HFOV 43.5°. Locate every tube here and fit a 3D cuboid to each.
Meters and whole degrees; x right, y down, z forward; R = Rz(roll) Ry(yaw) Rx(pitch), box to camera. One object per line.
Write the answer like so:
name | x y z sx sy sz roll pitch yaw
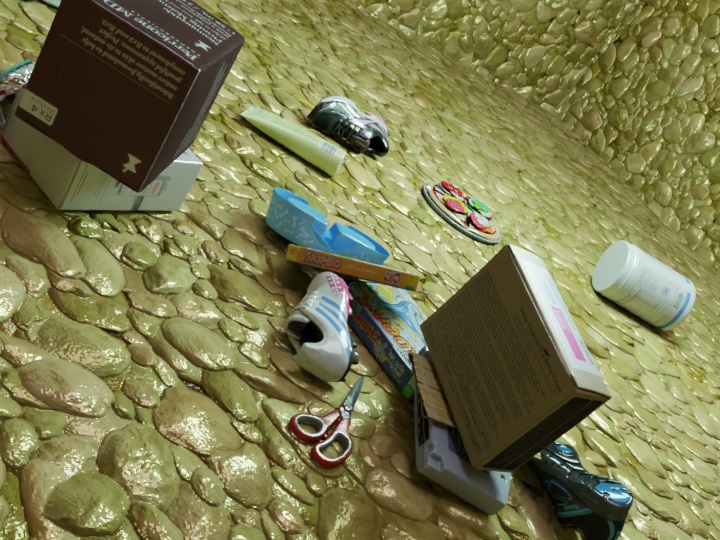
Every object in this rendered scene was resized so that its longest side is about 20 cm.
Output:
tube | -0.121 -0.240 1.633 0.198 0.052 0.058 30 -18 -3

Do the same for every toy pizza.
toy pizza | 0.219 -0.129 1.896 0.198 0.032 0.201 29 23 -14

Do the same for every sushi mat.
sushi mat | 0.139 0.166 1.098 0.198 0.012 0.097 25 37 -32

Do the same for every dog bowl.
dog bowl | -0.052 -0.052 1.329 0.198 0.050 0.112 29 10 -15

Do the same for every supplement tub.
supplement tub | 0.635 0.036 2.021 0.198 0.133 0.132 29 23 -13

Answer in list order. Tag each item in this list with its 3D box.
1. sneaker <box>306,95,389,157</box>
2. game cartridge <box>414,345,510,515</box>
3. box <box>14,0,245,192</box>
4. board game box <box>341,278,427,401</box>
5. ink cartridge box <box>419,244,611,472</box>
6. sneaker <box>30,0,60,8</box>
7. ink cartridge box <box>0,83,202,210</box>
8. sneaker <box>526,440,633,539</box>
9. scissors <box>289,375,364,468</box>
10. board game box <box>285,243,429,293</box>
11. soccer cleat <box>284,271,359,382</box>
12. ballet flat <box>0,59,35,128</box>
sneaker | -0.013 -0.287 1.832 0.198 0.081 0.087 10 43 -35
game cartridge | 0.124 0.193 1.094 0.132 0.041 0.201 31 32 -18
box | -0.258 -0.227 1.046 0.165 0.165 0.201 32 24 -6
board game box | 0.060 0.094 1.242 0.134 0.035 0.201 5 38 -49
ink cartridge box | 0.171 0.102 1.037 0.074 0.165 0.202 18 41 -40
sneaker | -0.528 -0.509 1.499 0.199 0.116 0.076 4 37 -50
ink cartridge box | -0.320 -0.150 1.133 0.147 0.083 0.199 45 25 23
sneaker | 0.253 0.273 1.129 0.072 0.083 0.200 5 15 -23
scissors | -0.016 0.169 1.027 0.073 0.014 0.199 39 22 15
board game box | 0.000 0.000 1.231 0.197 0.030 0.096 16 0 3
soccer cleat | -0.055 0.055 1.117 0.085 0.070 0.201 24 25 -24
ballet flat | -0.450 -0.206 1.107 0.065 0.075 0.200 61 22 -16
